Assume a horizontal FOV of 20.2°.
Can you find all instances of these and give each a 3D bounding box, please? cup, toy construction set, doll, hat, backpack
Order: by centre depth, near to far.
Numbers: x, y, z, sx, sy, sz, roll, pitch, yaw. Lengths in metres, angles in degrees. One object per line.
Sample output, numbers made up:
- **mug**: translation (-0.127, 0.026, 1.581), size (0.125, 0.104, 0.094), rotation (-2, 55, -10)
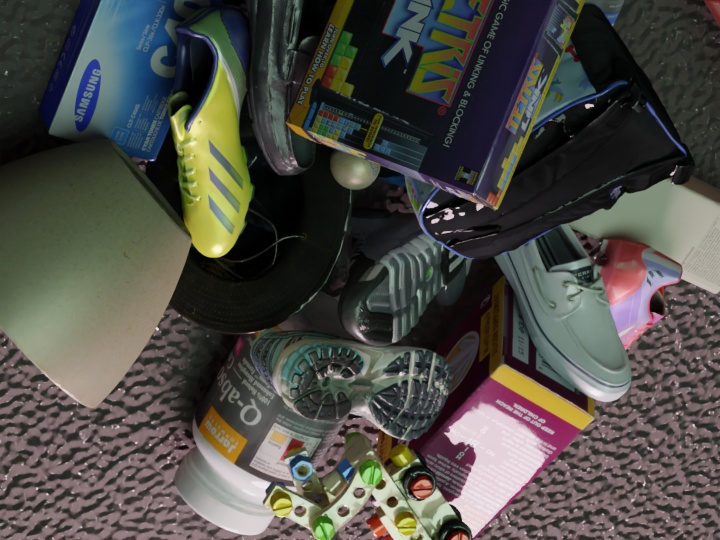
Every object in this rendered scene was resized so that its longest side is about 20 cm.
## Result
- **cup**: translation (-0.215, -0.017, 1.550), size (0.143, 0.200, 0.200), rotation (-40, 126, 2)
- **backpack**: translation (0.126, -0.109, 1.556), size (0.199, 0.148, 0.183), rotation (-31, 150, 13)
- **doll**: translation (0.033, -0.136, 1.609), size (0.200, 0.048, 0.137), rotation (-52, 135, -35)
- **hat**: translation (-0.086, -0.048, 1.645), size (0.201, 0.201, 0.081), rotation (-46, 165, 8)
- **toy construction set**: translation (0.014, 0.217, 1.708), size (0.131, 0.092, 0.200), rotation (-33, 127, -1)

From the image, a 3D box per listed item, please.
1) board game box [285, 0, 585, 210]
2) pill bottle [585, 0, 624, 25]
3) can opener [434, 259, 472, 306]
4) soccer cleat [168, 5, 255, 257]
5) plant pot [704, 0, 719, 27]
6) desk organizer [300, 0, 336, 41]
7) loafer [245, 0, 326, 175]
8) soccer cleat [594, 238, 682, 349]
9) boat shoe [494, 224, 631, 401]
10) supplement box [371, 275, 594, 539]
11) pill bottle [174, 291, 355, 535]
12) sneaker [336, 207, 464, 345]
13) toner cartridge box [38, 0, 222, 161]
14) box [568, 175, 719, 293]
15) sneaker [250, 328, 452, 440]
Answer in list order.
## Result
- **board game box**: translation (0.059, -0.166, 1.462), size (0.057, 0.164, 0.201), rotation (27, 85, -63)
- **pill bottle**: translation (0.184, -0.297, 1.598), size (0.113, 0.114, 0.201), rotation (10, 115, -27)
- **can opener**: translation (0.094, -0.063, 1.729), size (0.053, 0.067, 0.201), rotation (-1, 126, -22)
- **soccer cleat**: translation (-0.123, -0.104, 1.551), size (0.083, 0.064, 0.202), rotation (-20, 122, -50)
- **plant pot**: translation (0.393, -0.215, 1.699), size (0.201, 0.201, 0.195), rotation (-41, 117, 5)
- **desk organizer**: translation (-0.011, -0.244, 1.572), size (0.071, 0.077, 0.201), rotation (4, 117, -24)
- **loafer**: translation (-0.047, -0.168, 1.518), size (0.070, 0.068, 0.202), rotation (5, 109, 20)
- **soccer cleat**: translation (0.235, 0.042, 1.808), size (0.076, 0.067, 0.201), rotation (16, 147, 7)
- **boat shoe**: translation (0.170, 0.015, 1.702), size (0.073, 0.201, 0.067), rotation (-18, 154, -38)
- **supplement box**: translation (0.107, 0.125, 1.769), size (0.103, 0.131, 0.200), rotation (29, 123, -16)
- **pill bottle**: translation (-0.074, 0.120, 1.740), size (0.116, 0.116, 0.201), rotation (21, 109, -31)
- **sneaker**: translation (0.000, 0.000, 1.649), size (0.200, 0.115, 0.076), rotation (-35, 132, -57)
- **toner cartridge box**: translation (-0.168, -0.190, 1.560), size (0.094, 0.043, 0.201), rotation (14, 113, -27)
- **box**: translation (0.256, -0.056, 1.801), size (0.199, 0.068, 0.082), rotation (24, 108, -31)
- **sneaker**: translation (-0.006, 0.079, 1.634), size (0.199, 0.086, 0.078), rotation (18, 99, -47)
